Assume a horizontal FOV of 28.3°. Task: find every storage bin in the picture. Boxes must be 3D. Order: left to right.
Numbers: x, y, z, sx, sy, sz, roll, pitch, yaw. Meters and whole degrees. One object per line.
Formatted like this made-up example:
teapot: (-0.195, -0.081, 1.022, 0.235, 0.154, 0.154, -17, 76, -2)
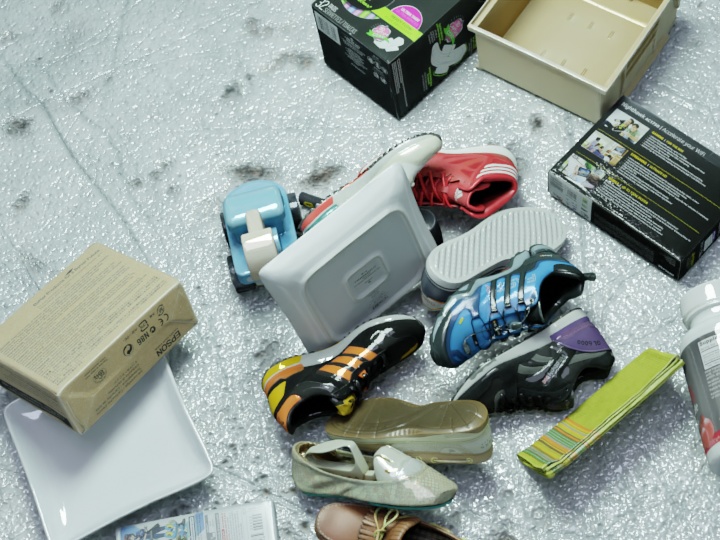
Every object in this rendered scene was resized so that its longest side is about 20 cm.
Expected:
storage bin: (0.275, -0.312, 1.813, 0.199, 0.094, 0.199, 29, 69, 22)

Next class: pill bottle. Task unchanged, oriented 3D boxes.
pill bottle: (0.408, 0.114, 1.547, 0.110, 0.111, 0.201, -10, 60, 3)

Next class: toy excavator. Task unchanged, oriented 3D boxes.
toy excavator: (-0.119, -0.043, 1.660, 0.099, 0.200, 0.196, -15, 59, 1)

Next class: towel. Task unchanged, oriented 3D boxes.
towel: (0.261, 0.152, 1.567, 0.200, 0.086, 0.018, -38, 105, -10)

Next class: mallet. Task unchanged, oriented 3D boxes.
mallet: (0.014, -0.057, 1.749, 0.199, 0.066, 0.041, 14, 60, 32)

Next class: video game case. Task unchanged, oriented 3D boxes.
video game case: (-0.171, 0.360, 1.549, 0.181, 0.022, 0.201, -11, 61, 2)

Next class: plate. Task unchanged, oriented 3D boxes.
plate: (-0.289, 0.199, 1.641, 0.199, 0.032, 0.201, -26, 60, -6)
plate: (0.000, 0.000, 1.611, 0.199, 0.200, 0.032, -39, 55, -8)

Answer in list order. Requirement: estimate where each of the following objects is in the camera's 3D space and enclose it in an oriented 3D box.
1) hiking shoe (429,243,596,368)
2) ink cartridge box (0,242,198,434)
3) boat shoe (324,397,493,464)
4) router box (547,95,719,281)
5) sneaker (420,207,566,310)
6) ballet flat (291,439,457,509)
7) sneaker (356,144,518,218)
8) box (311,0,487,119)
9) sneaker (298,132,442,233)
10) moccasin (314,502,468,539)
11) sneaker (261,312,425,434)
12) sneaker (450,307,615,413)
hiking shoe: (0.163, 0.042, 1.592, 0.200, 0.075, 0.087, -39, 32, -17)
ink cartridge box: (-0.316, 0.074, 1.657, 0.164, 0.075, 0.200, 22, 56, 39)
boat shoe: (0.054, 0.186, 1.579, 0.199, 0.067, 0.074, -1, 34, 32)
router box: (0.346, -0.101, 1.709, 0.200, 0.051, 0.149, 38, 71, 24)
sneaker: (0.150, -0.012, 1.682, 0.199, 0.080, 0.079, -19, 62, -28)
ballet flat: (0.008, 0.217, 1.544, 0.199, 0.063, 0.067, 0, 21, 27)
sneaker: (0.093, -0.105, 1.706, 0.198, 0.079, 0.116, -11, 19, 3)
box: (0.062, -0.328, 1.835, 0.200, 0.125, 0.148, -42, 64, -16)
sneaker: (0.028, -0.078, 1.677, 0.199, 0.070, 0.094, -36, 88, 5)
moccasin: (0.044, 0.293, 1.521, 0.200, 0.078, 0.074, 21, 66, 19)
sneaker: (-0.010, 0.124, 1.618, 0.199, 0.070, 0.090, -22, 47, -2)
sneaker: (0.194, 0.127, 1.596, 0.199, 0.076, 0.088, -32, 68, -10)
